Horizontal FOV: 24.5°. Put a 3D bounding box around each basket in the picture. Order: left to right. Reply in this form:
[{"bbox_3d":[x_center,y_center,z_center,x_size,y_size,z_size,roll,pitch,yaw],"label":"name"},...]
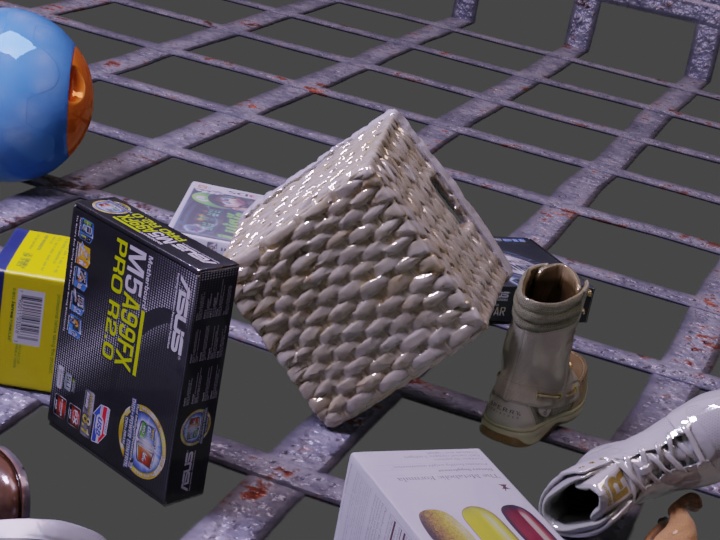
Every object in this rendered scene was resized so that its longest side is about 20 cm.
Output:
[{"bbox_3d":[0.000,0.000,1.503,0.199,0.199,0.161,53,22,-10],"label":"basket"}]

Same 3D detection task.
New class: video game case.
[{"bbox_3d":[-0.124,-0.051,1.928,0.180,0.024,0.200,11,20,0],"label":"video game case"}]

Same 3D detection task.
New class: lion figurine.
[{"bbox_3d":[0.284,0.240,1.298,0.122,0.073,0.199,-19,20,-41],"label":"lion figurine"}]

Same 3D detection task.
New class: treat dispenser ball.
[{"bbox_3d":[-0.410,-0.203,1.926,0.199,0.202,0.201,10,19,-3],"label":"treat dispenser ball"}]

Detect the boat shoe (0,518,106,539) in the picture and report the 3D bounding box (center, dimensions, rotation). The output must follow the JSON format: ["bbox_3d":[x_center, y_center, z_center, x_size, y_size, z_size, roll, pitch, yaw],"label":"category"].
[{"bbox_3d":[-0.262,0.202,1.109,0.199,0.069,0.057,9,54,-30],"label":"boat shoe"}]

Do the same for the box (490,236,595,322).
[{"bbox_3d":[0.139,0.008,1.874,0.199,0.044,0.160,2,21,-24],"label":"box"}]

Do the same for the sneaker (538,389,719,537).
[{"bbox_3d":[0.236,0.164,1.347,0.115,0.200,0.074,-25,84,-53],"label":"sneaker"}]

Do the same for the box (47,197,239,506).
[{"bbox_3d":[-0.177,0.061,1.323,0.044,0.201,0.160,-10,29,-45],"label":"box"}]

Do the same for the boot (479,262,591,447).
[{"bbox_3d":[0.181,0.066,1.567,0.072,0.156,0.200,19,21,22],"label":"boot"}]

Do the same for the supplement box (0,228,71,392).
[{"bbox_3d":[-0.227,0.045,1.478,0.198,0.110,0.109,9,20,-2],"label":"supplement box"}]

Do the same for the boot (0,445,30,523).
[{"bbox_3d":[-0.349,0.159,1.138,0.199,0.065,0.186,-2,2,-40],"label":"boot"}]

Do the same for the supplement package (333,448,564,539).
[{"bbox_3d":[0.070,0.219,1.154,0.113,0.110,0.200,1,22,-26],"label":"supplement package"}]
